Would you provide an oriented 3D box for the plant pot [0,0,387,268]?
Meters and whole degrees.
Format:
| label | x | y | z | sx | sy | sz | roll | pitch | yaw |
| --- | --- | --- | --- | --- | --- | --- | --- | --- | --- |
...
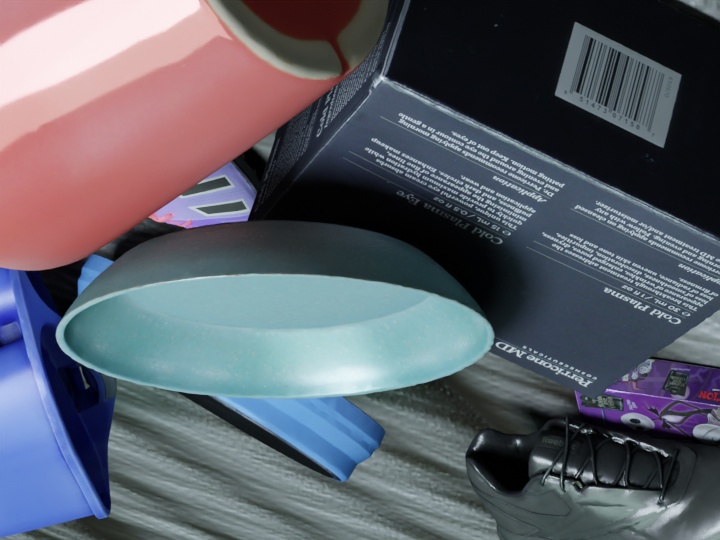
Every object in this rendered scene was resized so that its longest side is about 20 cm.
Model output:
| label | x | y | z | sx | sy | sz | roll | pitch | yaw |
| --- | --- | --- | --- | --- | --- | --- | --- | --- | --- |
| plant pot | -0.098 | -0.119 | 0.971 | 0.176 | 0.202 | 0.200 | -20 | 135 | 35 |

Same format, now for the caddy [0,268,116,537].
| label | x | y | z | sx | sy | sz | roll | pitch | yaw |
| --- | --- | --- | --- | --- | --- | --- | --- | --- | --- |
| caddy | -0.198 | 0.072 | 1.411 | 0.104 | 0.142 | 0.200 | -16 | 149 | -1 |

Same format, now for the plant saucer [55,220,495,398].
| label | x | y | z | sx | sy | sz | roll | pitch | yaw |
| --- | --- | --- | --- | --- | --- | --- | --- | --- | --- |
| plant saucer | -0.038 | 0.016 | 1.069 | 0.198 | 0.036 | 0.200 | 0 | 163 | 0 |

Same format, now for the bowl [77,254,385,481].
| label | x | y | z | sx | sy | sz | roll | pitch | yaw |
| --- | --- | --- | --- | --- | --- | --- | --- | --- | --- |
| bowl | -0.080 | 0.059 | 1.349 | 0.200 | 0.040 | 0.201 | 30 | 172 | 4 |

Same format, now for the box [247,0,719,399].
| label | x | y | z | sx | sy | sz | roll | pitch | yaw |
| --- | --- | --- | --- | --- | --- | --- | --- | --- | --- |
| box | 0.074 | -0.050 | 1.079 | 0.199 | 0.105 | 0.182 | 25 | 151 | -13 |

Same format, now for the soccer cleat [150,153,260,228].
| label | x | y | z | sx | sy | sz | roll | pitch | yaw |
| --- | --- | --- | --- | --- | --- | --- | --- | --- | --- |
| soccer cleat | -0.125 | -0.057 | 1.212 | 0.068 | 0.074 | 0.200 | -10 | 141 | 41 |

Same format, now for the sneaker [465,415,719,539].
| label | x | y | z | sx | sy | sz | roll | pitch | yaw |
| --- | --- | --- | --- | --- | --- | --- | --- | --- | --- |
| sneaker | 0.142 | 0.124 | 1.335 | 0.199 | 0.076 | 0.091 | -8 | 135 | 38 |

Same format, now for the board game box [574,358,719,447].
| label | x | y | z | sx | sy | sz | roll | pitch | yaw |
| --- | --- | --- | --- | --- | --- | --- | --- | --- | --- |
| board game box | 0.195 | 0.113 | 1.387 | 0.119 | 0.032 | 0.200 | 12 | 152 | 20 |
